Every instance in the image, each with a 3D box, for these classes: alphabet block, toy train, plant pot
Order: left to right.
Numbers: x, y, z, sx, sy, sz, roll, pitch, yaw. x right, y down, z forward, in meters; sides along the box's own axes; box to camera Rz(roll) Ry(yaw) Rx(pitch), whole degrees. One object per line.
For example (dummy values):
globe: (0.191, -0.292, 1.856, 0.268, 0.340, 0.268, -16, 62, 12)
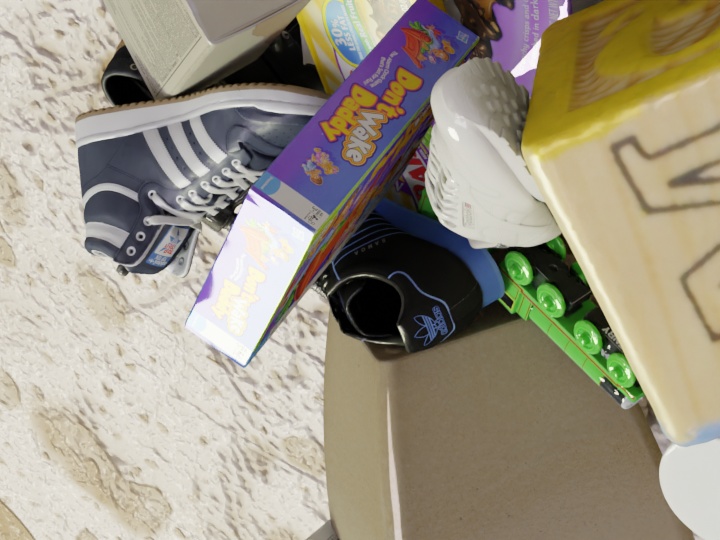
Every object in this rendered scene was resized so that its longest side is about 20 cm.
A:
plant pot: (0.078, 0.094, 1.663, 0.200, 0.199, 0.178, -128, 23, -66)
toy train: (0.108, 0.008, 1.554, 0.200, 0.042, 0.057, 46, 148, 21)
alphabet block: (0.220, -0.056, 1.431, 0.196, 0.196, 0.201, -23, 111, 16)

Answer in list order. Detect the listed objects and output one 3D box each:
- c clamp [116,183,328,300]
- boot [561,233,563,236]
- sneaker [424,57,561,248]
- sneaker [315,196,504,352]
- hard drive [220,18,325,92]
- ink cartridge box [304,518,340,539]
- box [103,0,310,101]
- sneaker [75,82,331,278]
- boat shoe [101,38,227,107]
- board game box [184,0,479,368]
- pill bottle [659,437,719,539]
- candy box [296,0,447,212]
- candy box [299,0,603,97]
c clamp: (-0.034, -0.025, 1.710, 0.199, 0.027, 0.171, 29, 101, -8)
boot: (0.170, -0.015, 1.632, 0.155, 0.073, 0.201, 10, 127, 31)
sneaker: (0.070, -0.055, 1.441, 0.080, 0.077, 0.200, -17, 157, 15)
sneaker: (0.000, 0.000, 1.600, 0.200, 0.078, 0.070, 17, 136, 53)
hard drive: (-0.043, -0.096, 1.760, 0.200, 0.038, 0.140, 52, 138, -8)
ink cartridge box: (0.076, 0.215, 1.800, 0.199, 0.198, 0.047, 30, 116, 14)
box: (-0.097, -0.173, 1.596, 0.095, 0.078, 0.200, 62, 165, -1)
sneaker: (-0.098, -0.055, 1.636, 0.199, 0.070, 0.109, -7, 78, 34)
boat shoe: (-0.094, -0.083, 1.737, 0.200, 0.062, 0.075, 42, 137, -1)
board game box: (-0.016, -0.053, 1.505, 0.045, 0.200, 0.135, 35, 140, 5)
pill bottle: (0.257, 0.073, 1.539, 0.112, 0.200, 0.113, 21, 134, 24)
candy box: (0.025, -0.106, 1.601, 0.102, 0.026, 0.201, 5, 129, 39)
candy box: (0.056, -0.190, 1.579, 0.199, 0.072, 0.168, 16, 133, 27)
